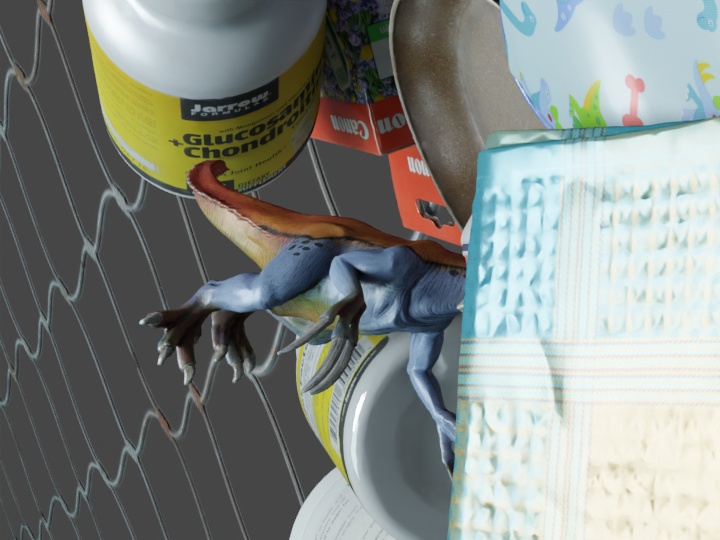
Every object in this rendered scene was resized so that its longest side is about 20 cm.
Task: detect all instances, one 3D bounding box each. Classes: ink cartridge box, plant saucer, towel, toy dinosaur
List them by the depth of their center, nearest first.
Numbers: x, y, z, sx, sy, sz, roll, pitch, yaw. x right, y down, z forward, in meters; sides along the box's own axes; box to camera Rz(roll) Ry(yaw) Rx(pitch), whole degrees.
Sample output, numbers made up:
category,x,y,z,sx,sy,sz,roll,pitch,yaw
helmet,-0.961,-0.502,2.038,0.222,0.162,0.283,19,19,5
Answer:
category,x,y,z,sx,sy,sz,roll,pitch,yaw
towel,0.080,0.053,0.665,0.146,0.022,0.202,2,87,53
toy dinosaur,0.000,0.000,0.879,0.105,0.180,0.201,26,-133,-57
plant saucer,0.081,-0.041,0.881,0.200,0.032,0.201,50,161,24
ink cartridge box,0.001,-0.103,1.073,0.109,0.050,0.201,21,128,66

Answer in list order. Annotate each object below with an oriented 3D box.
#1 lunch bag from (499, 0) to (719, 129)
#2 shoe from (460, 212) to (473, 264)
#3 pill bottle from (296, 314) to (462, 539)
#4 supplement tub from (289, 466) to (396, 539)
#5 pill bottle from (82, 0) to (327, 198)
category,x,y,z,sx,sy,sz,roll,pitch,yaw
lunch bag,0.120,-0.104,0.680,0.161,0.082,0.201,51,150,39
shoe,0.091,0.046,0.717,0.200,0.071,0.092,27,93,47
pill bottle,0.030,0.058,1.033,0.200,0.113,0.115,-134,27,-74
supplement tub,0.052,0.170,1.090,0.200,0.131,0.133,15,123,67
pill bottle,-0.071,-0.117,0.972,0.200,0.111,0.113,97,148,-71
